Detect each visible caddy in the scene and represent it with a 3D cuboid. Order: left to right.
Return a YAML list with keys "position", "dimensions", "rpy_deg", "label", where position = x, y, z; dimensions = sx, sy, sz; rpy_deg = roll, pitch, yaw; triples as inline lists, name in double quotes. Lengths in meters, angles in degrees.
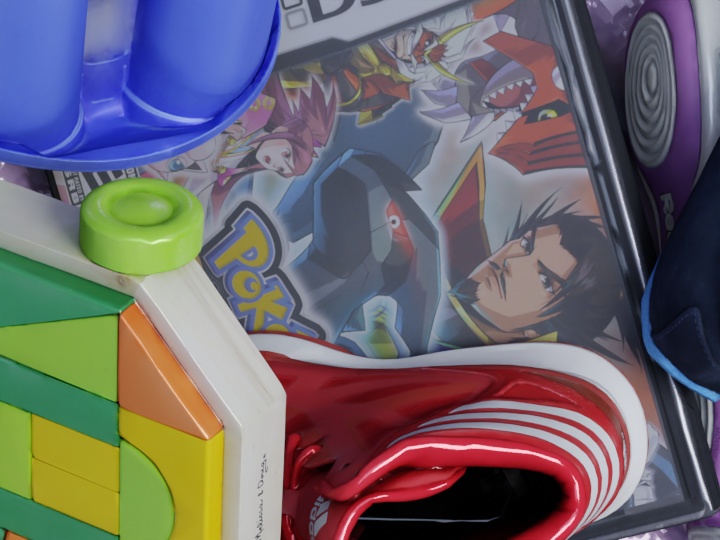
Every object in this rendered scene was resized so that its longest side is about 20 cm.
- position: [-0.101, -0.117, 0.769]
  dimensions: [0.141, 0.105, 0.201]
  rpy_deg: [-14, 54, -27]
  label: "caddy"

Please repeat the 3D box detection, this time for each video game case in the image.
- position: [0.000, 0.000, 0.814]
  dimensions: [0.180, 0.025, 0.201]
  rpy_deg: [-16, 90, 16]
  label: "video game case"

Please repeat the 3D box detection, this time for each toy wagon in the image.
- position: [-0.111, 0.034, 0.728]
  dimensions: [0.199, 0.040, 0.156]
  rpy_deg: [19, 124, 23]
  label: "toy wagon"

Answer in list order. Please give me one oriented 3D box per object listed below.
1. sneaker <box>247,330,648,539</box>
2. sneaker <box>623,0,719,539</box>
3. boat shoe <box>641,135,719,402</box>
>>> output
- position: [-0.023, 0.060, 0.753]
  dimensions: [0.199, 0.115, 0.079]
  rpy_deg: [-12, 93, 16]
  label: "sneaker"
- position: [0.140, 0.004, 0.834]
  dimensions: [0.099, 0.075, 0.202]
  rpy_deg: [-5, 97, -21]
  label: "sneaker"
- position: [0.156, -0.050, 0.770]
  dimensions: [0.084, 0.069, 0.201]
  rpy_deg: [25, 78, -12]
  label: "boat shoe"
